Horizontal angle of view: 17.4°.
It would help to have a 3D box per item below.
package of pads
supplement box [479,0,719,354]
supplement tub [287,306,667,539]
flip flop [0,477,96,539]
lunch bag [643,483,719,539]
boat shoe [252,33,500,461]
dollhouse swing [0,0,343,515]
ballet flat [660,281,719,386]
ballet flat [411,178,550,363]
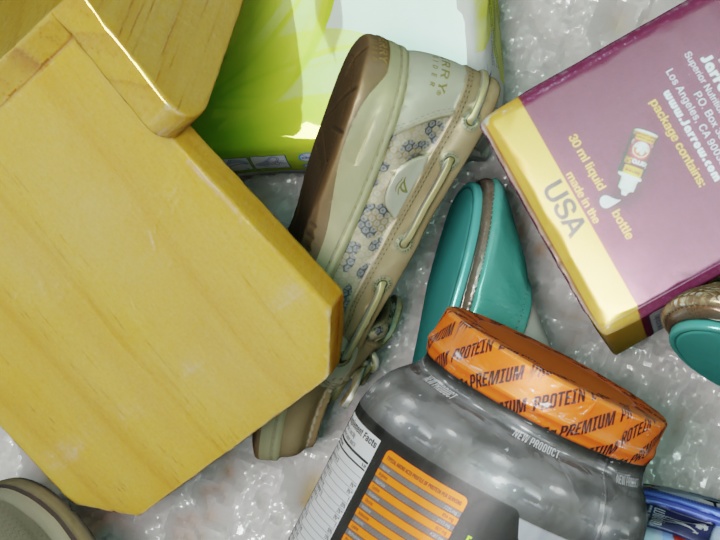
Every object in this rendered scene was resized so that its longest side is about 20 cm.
[{"bbox_3d":[-0.017,-0.142,1.023,0.154,0.068,0.200,-2,86,8],"label":"package of pads"},{"bbox_3d":[0.162,-0.059,0.956,0.200,0.131,0.103,-29,80,3],"label":"supplement box"},{"bbox_3d":[0.030,0.123,0.903,0.123,0.123,0.200,29,96,10],"label":"supplement tub"},{"bbox_3d":[-0.118,0.167,0.970,0.058,0.081,0.200,-23,56,-15],"label":"flip flop"},{"bbox_3d":[0.139,0.187,0.962,0.160,0.076,0.200,19,88,8],"label":"lunch bag"},{"bbox_3d":[0.000,0.000,0.975,0.063,0.073,0.200,13,122,-11],"label":"boat shoe"},{"bbox_3d":[-0.099,-0.035,0.981,0.176,0.182,0.200,38,127,-20],"label":"dollhouse swing"},{"bbox_3d":[0.191,0.037,0.933,0.070,0.200,0.065,2,65,46],"label":"ballet flat"},{"bbox_3d":[0.047,0.063,1.000,0.070,0.067,0.200,18,88,-10],"label":"ballet flat"}]
